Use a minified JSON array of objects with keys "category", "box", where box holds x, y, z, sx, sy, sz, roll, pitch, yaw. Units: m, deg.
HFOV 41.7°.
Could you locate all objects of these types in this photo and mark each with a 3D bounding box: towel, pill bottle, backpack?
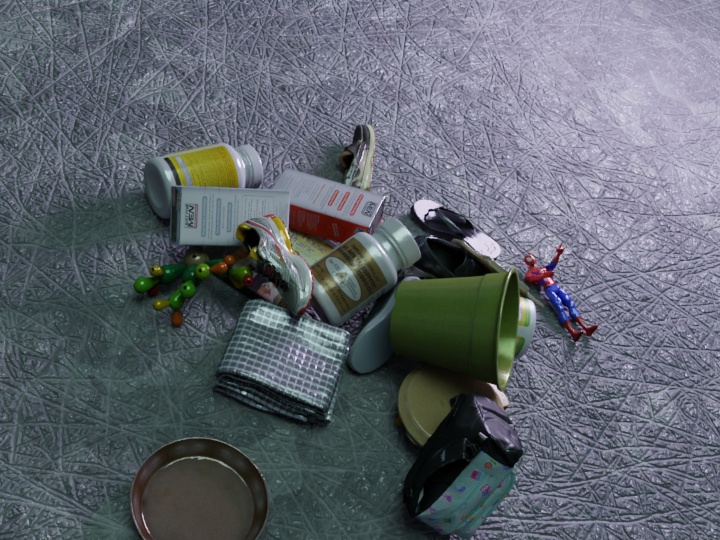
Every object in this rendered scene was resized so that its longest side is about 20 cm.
[{"category":"towel","box":[-0.121,0.147,1.532,0.199,0.086,0.166,20,47,-3]},{"category":"pill bottle","box":[-0.284,-0.170,1.731,0.199,0.113,0.113,-18,58,-32]},{"category":"pill bottle","box":[0.202,0.084,1.690,0.199,0.111,0.112,13,47,-9]},{"category":"backpack","box":[0.152,0.302,1.417,0.126,0.201,0.167,32,15,-9]},{"category":"pill bottle","box":[0.000,0.000,1.627,0.199,0.115,0.114,-36,66,-11]}]

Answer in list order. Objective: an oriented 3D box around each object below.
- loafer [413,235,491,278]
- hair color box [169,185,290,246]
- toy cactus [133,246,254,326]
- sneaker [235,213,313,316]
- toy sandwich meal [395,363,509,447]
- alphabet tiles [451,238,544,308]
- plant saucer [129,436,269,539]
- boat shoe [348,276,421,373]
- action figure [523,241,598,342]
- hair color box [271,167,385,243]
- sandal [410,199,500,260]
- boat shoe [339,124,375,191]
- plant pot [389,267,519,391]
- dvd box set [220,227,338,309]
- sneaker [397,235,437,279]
[{"category":"loafer","box":[0.174,-0.007,1.717,0.200,0.070,0.069,26,61,-24]},{"category":"hair color box","box":[-0.224,-0.093,1.629,0.199,0.100,0.061,0,7,-30]},{"category":"toy cactus","box":[-0.274,0.009,1.592,0.199,0.103,0.165,-15,28,4]},{"category":"sneaker","box":[-0.144,-0.004,1.557,0.082,0.078,0.201,-9,53,-38]},{"category":"toy sandwich meal","box":[0.150,0.236,1.572,0.204,0.070,0.206,8,49,-10]},{"category":"alphabet tiles","box":[0.254,0.002,1.746,0.195,0.015,0.200,37,2,-4]},{"category":"plant saucer","box":[-0.232,0.335,1.360,0.199,0.035,0.201,11,48,-12]},{"category":"boat shoe","box":[0.033,0.090,1.644,0.074,0.068,0.200,42,71,-31]},{"category":"action figure","box":[0.387,0.028,1.823,0.065,0.099,0.200,-16,55,-32]},{"category":"hair color box","box":[-0.065,-0.114,1.739,0.199,0.062,0.102,17,44,11]},{"category":"sandal","box":[0.194,-0.089,1.886,0.199,0.043,0.076,30,47,7]},{"category":"boat shoe","box":[-0.010,-0.227,1.911,0.064,0.073,0.201,14,47,-15]},{"category":"plant pot","box":[0.152,0.085,1.552,0.189,0.201,0.201,7,43,18]},{"category":"dvd box set","box":[-0.142,-0.013,1.703,0.146,0.029,0.200,33,48,10]},{"category":"sneaker","box":[0.082,-0.016,1.765,0.199,0.077,0.081,25,56,3]}]
